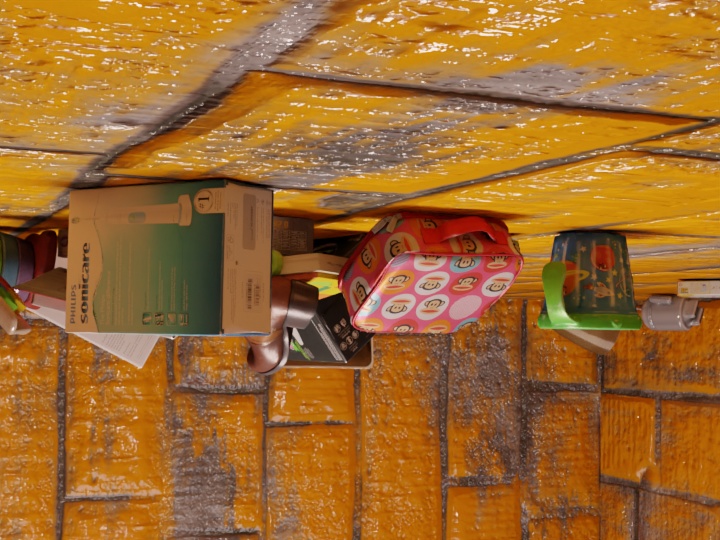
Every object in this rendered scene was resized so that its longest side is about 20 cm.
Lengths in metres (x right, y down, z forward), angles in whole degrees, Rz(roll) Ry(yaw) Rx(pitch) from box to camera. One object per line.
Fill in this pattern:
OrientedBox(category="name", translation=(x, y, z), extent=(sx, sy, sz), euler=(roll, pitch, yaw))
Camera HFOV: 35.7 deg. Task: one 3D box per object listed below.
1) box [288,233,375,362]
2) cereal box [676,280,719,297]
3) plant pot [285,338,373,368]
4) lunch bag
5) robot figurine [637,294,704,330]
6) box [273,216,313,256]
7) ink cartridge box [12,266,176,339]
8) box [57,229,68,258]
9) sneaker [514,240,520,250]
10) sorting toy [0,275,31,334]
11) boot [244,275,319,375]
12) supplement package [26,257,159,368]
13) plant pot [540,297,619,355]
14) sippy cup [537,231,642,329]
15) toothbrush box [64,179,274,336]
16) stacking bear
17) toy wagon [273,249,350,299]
OrientedBox(category="box", translation=(-0.061, 0.041, 1.606), extent=(0.149, 0.124, 0.200), euler=(-43, -158, -31))
OrientedBox(category="cereal box", translation=(0.854, 0.043, 2.635), extent=(0.200, 0.040, 0.144), euler=(-1, 176, 21))
OrientedBox(category="plant pot", translation=(-0.072, 0.066, 2.092), extent=(0.200, 0.200, 0.177), euler=(0, -173, 3))
OrientedBox(category="lunch bag", translation=(0.088, -0.003, 1.322), extent=(0.200, 0.082, 0.176), euler=(3, 140, -32))
OrientedBox(category="robot figurine", translation=(0.959, 0.131, 3.471), extent=(0.200, 0.113, 0.170), euler=(-2, 139, 41))
OrientedBox(category="box", translation=(-0.182, -0.040, 1.379), extent=(0.200, 0.048, 0.158), euler=(3, 175, -34))
OrientedBox(category="ink cartridge box", translation=(-0.335, 0.049, 1.468), extent=(0.200, 0.044, 0.174), euler=(14, -169, 3))
OrientedBox(category="box", translation=(-0.326, -0.038, 1.520), extent=(0.200, 0.042, 0.039), euler=(0, 176, 30))
OrientedBox(category="sneaker", translation=(0.153, -0.019, 1.616), extent=(0.086, 0.078, 0.200), euler=(14, 166, -17))
OrientedBox(category="sorting toy", translation=(-0.461, -0.001, 1.342), extent=(0.036, 0.185, 0.200), euler=(-40, -175, -13))
OrientedBox(category="boot", translation=(-0.171, 0.053, 1.327), extent=(0.200, 0.069, 0.188), euler=(14, 151, -16))
OrientedBox(category="supplement package", translation=(-0.401, 0.051, 1.729), extent=(0.200, 0.121, 0.120), euler=(30, 172, -11))
OrientedBox(category="plant pot", translation=(0.636, 0.131, 3.269), extent=(0.200, 0.187, 0.186), euler=(17, 173, -13))
OrientedBox(category="sippy cup", translation=(0.310, 0.015, 1.512), extent=(0.139, 0.131, 0.178), euler=(1, 176, 5))
OrientedBox(category="toothbrush box", translation=(-0.190, -0.008, 1.102), extent=(0.200, 0.147, 0.085), euler=(-2, 175, 29))
OrientedBox(category="stacking bear", translation=(-0.535, -0.010, 1.535), extent=(0.200, 0.114, 0.121), euler=(8, 173, -32))
OrientedBox(category="toy wagon", translation=(-0.102, 0.018, 1.399), extent=(0.200, 0.040, 0.155), euler=(-19, 161, 37))
